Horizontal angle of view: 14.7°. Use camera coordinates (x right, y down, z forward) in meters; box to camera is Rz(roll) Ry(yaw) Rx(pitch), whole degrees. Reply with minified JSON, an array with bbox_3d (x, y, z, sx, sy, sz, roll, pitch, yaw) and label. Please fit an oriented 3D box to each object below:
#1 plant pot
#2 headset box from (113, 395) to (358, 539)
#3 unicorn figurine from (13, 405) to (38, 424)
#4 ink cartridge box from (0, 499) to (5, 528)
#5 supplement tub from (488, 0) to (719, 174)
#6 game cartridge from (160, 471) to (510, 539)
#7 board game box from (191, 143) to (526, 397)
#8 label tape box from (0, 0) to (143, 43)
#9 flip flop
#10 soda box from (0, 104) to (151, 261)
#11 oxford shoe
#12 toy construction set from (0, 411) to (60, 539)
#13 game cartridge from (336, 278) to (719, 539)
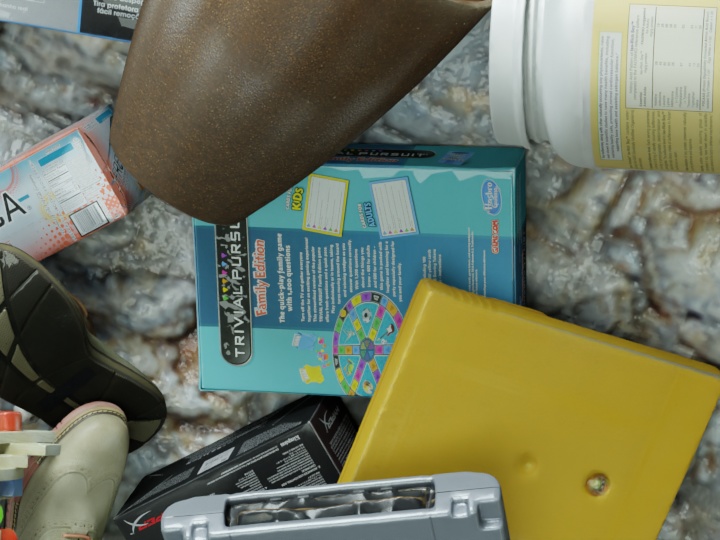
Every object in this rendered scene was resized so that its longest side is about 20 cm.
[{"bbox_3d":[-0.053,-0.130,1.593,0.187,0.187,0.200,35,111,-1],"label":"plant pot"},{"bbox_3d":[-0.036,0.196,1.757,0.149,0.077,0.200,-28,101,19],"label":"headset box"},{"bbox_3d":[-0.276,0.073,1.753,0.200,0.137,0.074,18,121,21],"label":"unicorn figurine"},{"bbox_3d":[-0.324,0.196,1.751,0.145,0.200,0.084,10,109,9],"label":"ink cartridge box"},{"bbox_3d":[0.180,-0.127,1.569,0.200,0.145,0.146,4,108,10],"label":"supplement tub"},{"bbox_3d":[-0.008,0.180,1.656,0.200,0.042,0.133,-6,138,6],"label":"game cartridge"},{"bbox_3d":[0.000,0.000,1.701,0.200,0.047,0.151,3,109,11],"label":"board game box"},{"bbox_3d":[-0.170,-0.243,1.648,0.143,0.066,0.200,10,111,8],"label":"label tape box"},{"bbox_3d":[-0.189,0.046,1.719,0.081,0.058,0.200,-34,137,11],"label":"flip flop"},{"bbox_3d":[-0.228,-0.027,1.728,0.200,0.068,0.064,-26,98,18],"label":"soda box"},{"bbox_3d":[-0.183,0.179,1.732,0.071,0.074,0.200,12,107,-39],"label":"oxford shoe"},{"bbox_3d":[-0.214,0.178,1.646,0.092,0.131,0.200,-25,68,53],"label":"toy construction set"},{"bbox_3d":[0.097,0.111,1.682,0.200,0.032,0.176,18,106,-16],"label":"game cartridge"}]
